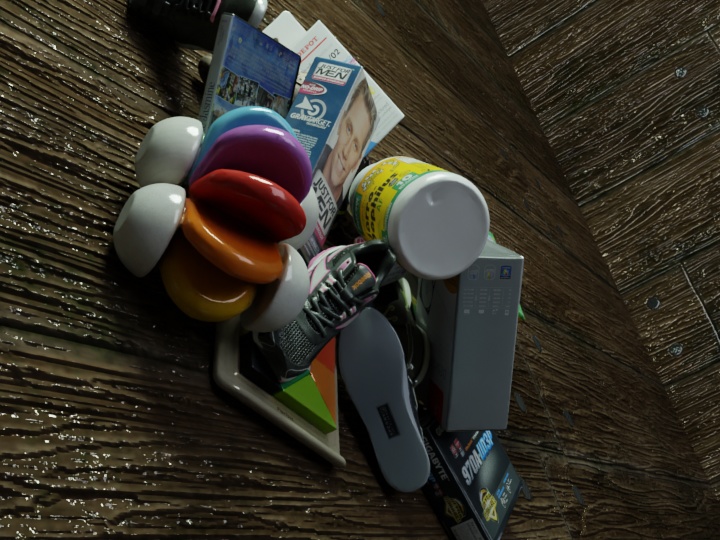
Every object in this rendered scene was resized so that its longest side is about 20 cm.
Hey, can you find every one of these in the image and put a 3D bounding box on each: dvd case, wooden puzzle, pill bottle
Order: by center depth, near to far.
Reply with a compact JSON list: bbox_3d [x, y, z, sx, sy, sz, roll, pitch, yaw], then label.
[{"bbox_3d":[-0.074,0.075,0.978,0.185,0.037,0.201,42,27,-39],"label":"wooden puzzle"},{"bbox_3d":[-0.119,-0.140,1.005,0.142,0.017,0.203,13,89,-65],"label":"dvd case"},{"bbox_3d":[0.054,-0.066,1.099,0.113,0.113,0.200,51,-5,-22],"label":"pill bottle"}]

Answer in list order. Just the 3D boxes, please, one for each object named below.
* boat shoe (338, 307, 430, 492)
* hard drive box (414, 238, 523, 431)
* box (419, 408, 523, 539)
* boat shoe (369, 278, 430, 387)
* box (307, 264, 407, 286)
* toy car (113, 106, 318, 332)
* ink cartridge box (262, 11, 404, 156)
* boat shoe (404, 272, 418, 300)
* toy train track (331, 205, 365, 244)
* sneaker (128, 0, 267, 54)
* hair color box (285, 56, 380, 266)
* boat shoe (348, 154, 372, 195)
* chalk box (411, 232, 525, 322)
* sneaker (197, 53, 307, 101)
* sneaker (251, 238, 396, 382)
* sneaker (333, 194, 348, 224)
[{"bbox_3d":[0.030,0.137,1.076,0.068,0.073,0.201,-6,74,-86],"label":"boat shoe"},{"bbox_3d":[0.121,0.067,1.164,0.156,0.076,0.203,-139,-129,-73],"label":"hard drive box"},{"bbox_3d":[0.129,0.239,1.216,0.160,0.046,0.200,61,21,1],"label":"box"},{"bbox_3d":[0.033,0.062,1.195,0.060,0.072,0.203,43,21,-34],"label":"boat shoe"},{"bbox_3d":[0.000,0.000,1.131,0.039,0.042,0.199,38,25,18],"label":"box"},{"bbox_3d":[-0.105,-0.060,0.859,0.174,0.150,0.202,26,45,-23],"label":"toy car"},{"bbox_3d":[-0.057,-0.223,1.233,0.200,0.115,0.068,46,-11,-8],"label":"ink cartridge box"},{"bbox_3d":[0.069,-0.042,1.274,0.072,0.064,0.201,-52,123,-40],"label":"boat shoe"},{"bbox_3d":[-0.040,-0.084,1.248,0.200,0.032,0.115,50,-19,-4],"label":"toy train track"},{"bbox_3d":[-0.181,-0.282,1.050,0.099,0.071,0.199,30,-9,-37],"label":"sneaker"},{"bbox_3d":[-0.049,-0.117,1.067,0.100,0.060,0.202,63,46,-61],"label":"hair color box"},{"bbox_3d":[-0.037,-0.153,1.314,0.201,0.071,0.076,62,-11,5],"label":"boat shoe"},{"bbox_3d":[0.135,-0.004,1.436,0.124,0.123,0.202,32,35,-51],"label":"chalk box"},{"bbox_3d":[-0.094,-0.206,1.165,0.199,0.070,0.076,32,69,-15],"label":"sneaker"},{"bbox_3d":[-0.030,0.022,0.954,0.081,0.086,0.200,52,40,-16],"label":"sneaker"},{"bbox_3d":[-0.101,-0.127,1.155,0.200,0.075,0.076,47,-6,-26],"label":"sneaker"}]
